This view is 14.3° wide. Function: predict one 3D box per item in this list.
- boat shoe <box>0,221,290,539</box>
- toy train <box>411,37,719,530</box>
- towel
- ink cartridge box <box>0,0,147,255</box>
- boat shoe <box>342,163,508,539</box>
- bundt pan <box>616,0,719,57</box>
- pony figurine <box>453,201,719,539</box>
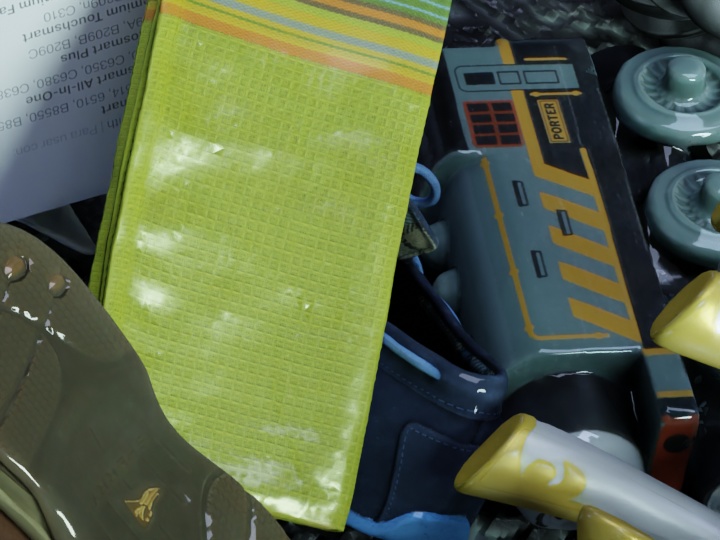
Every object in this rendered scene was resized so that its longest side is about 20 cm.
[{"bbox_3d":[-0.066,0.082,0.738,0.200,0.067,0.072,56,44,-7],"label":"boat shoe"},{"bbox_3d":[0.076,0.003,0.912,0.113,0.085,0.201,-3,46,-9],"label":"toy train"},{"bbox_3d":[-0.024,-0.034,0.791,0.086,0.018,0.201,13,82,-14],"label":"towel"},{"bbox_3d":[-0.130,-0.104,0.847,0.125,0.201,0.129,-17,39,-16],"label":"ink cartridge box"},{"bbox_3d":[0.000,0.000,0.869,0.084,0.069,0.200,3,34,-37],"label":"boat shoe"},{"bbox_3d":[0.152,-0.093,0.989,0.202,0.076,0.202,38,0,0],"label":"bundt pan"},{"bbox_3d":[0.156,0.068,0.771,0.200,0.193,0.167,44,2,-7],"label":"pony figurine"}]
